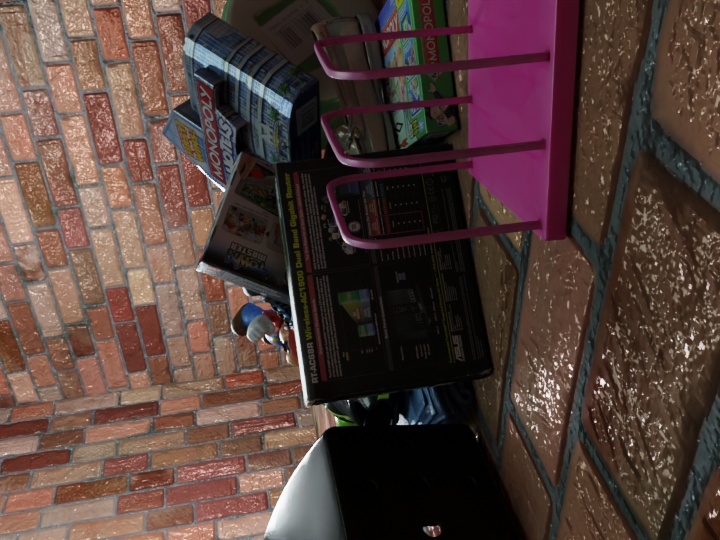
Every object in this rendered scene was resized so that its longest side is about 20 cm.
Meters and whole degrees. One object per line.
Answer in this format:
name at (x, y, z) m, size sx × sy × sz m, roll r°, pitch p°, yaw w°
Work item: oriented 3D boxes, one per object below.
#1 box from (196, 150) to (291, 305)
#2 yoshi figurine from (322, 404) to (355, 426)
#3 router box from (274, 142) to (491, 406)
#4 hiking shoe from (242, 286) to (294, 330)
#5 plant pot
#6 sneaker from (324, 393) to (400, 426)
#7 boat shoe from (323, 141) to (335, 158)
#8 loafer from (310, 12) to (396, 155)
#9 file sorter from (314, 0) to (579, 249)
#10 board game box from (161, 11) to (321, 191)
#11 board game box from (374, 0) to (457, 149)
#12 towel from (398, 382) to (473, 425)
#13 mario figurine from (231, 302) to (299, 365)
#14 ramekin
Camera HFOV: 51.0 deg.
box at (-0.036, -0.018, 0.687) m, size 0.035 × 0.199 × 0.111 m, roll -33°, pitch 38°, yaw 65°
yoshi figurine at (-0.005, 0.153, 1.064) m, size 0.113 × 0.111 × 0.201 m, roll 109°, pitch 149°, yaw -57°
router box at (0.013, 0.003, 0.630) m, size 0.062 × 0.149 × 0.201 m, roll 119°, pitch 143°, yaw -77°
hiking shoe at (-0.060, 0.025, 0.789) m, size 0.200 × 0.074 × 0.087 m, roll 3°, pitch -108°, yaw -71°
plant pot at (0.031, 0.242, 0.636) m, size 0.200 × 0.198 × 0.178 m, roll -108°, pitch 24°, yaw -54°
sneaker at (0.001, 0.138, 0.773) m, size 0.200 × 0.071 × 0.083 m, roll 99°, pitch 164°, yaw -62°
boat shoe at (-0.012, -0.041, 0.777) m, size 0.074 × 0.075 × 0.201 m, roll -29°, pitch 64°, yaw 60°
loafer at (-0.006, -0.148, 0.733) m, size 0.072 × 0.062 × 0.201 m, roll 143°, pitch 119°, yaw -80°
file sorter at (0.037, -0.128, 0.435) m, size 0.139 × 0.125 × 0.201 m, roll -114°, pitch 18°, yaw -64°
board game box at (-0.131, -0.150, 0.783) m, size 0.199 × 0.062 × 0.201 m, roll 35°, pitch 149°, yaw 23°
board game box at (0.043, -0.178, 0.694) m, size 0.200 × 0.029 × 0.136 m, roll -176°, pitch 78°, yaw -82°
towel at (0.062, 0.115, 0.755) m, size 0.200 × 0.048 × 0.112 m, roll 100°, pitch 162°, yaw -66°
mario figurine at (-0.107, 0.095, 1.041) m, size 0.200 × 0.123 × 0.107 m, roll 0°, pitch 109°, yaw 56°
ramekin at (-0.068, -0.243, 0.841) m, size 0.098 × 0.199 × 0.201 m, roll 131°, pitch 131°, yaw -70°
